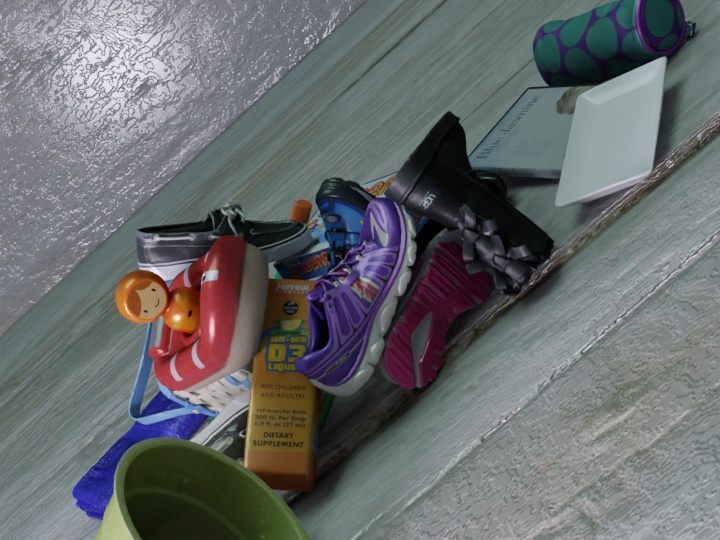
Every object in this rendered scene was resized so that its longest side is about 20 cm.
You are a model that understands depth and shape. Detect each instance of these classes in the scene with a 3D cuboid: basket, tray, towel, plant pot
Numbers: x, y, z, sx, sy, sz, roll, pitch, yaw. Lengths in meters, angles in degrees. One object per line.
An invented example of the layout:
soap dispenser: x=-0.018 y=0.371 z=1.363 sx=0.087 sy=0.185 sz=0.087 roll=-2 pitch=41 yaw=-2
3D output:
basket: x=-0.176 y=0.080 z=1.313 sx=0.200 sy=0.139 sz=0.177 roll=-16 pitch=57 yaw=38
tray: x=0.259 y=-0.136 z=1.169 sx=0.107 sy=0.022 sz=0.200 roll=-21 pitch=32 yaw=34
towel: x=-0.284 y=0.232 z=1.495 sx=0.200 sy=0.050 sz=0.148 roll=-52 pitch=19 yaw=-25
plant pot: x=-0.165 y=0.277 z=0.962 sx=0.190 sy=0.200 sz=0.200 roll=-52 pitch=14 yaw=19

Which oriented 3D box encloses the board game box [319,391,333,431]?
board game box: x=-0.118 y=0.194 z=1.257 sx=0.200 sy=0.029 sz=0.135 roll=-32 pitch=22 yaw=31

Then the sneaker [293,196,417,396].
sneaker: x=-0.006 y=0.016 z=1.091 sx=0.081 sy=0.083 sz=0.200 roll=-21 pitch=47 yaw=63

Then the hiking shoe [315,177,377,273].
hiking shoe: x=0.000 y=0.000 z=1.180 sx=0.074 sy=0.200 sz=0.087 roll=1 pitch=39 yaw=35

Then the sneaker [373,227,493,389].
sneaker: x=0.060 y=0.031 z=1.157 sx=0.088 sy=0.081 sz=0.200 roll=-13 pitch=34 yaw=55

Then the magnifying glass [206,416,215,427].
magnifying glass: x=-0.133 y=0.108 z=1.397 sx=0.200 sy=0.022 sz=0.080 roll=-60 pitch=8 yaw=4

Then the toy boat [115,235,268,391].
toy boat: x=-0.175 y=0.036 z=1.128 sx=0.200 sy=0.131 sz=0.131 roll=-31 pitch=49 yaw=52

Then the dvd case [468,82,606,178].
dvd case: x=0.216 y=-0.159 z=1.307 sx=0.143 sy=0.018 sz=0.200 roll=-50 pitch=27 yaw=-18

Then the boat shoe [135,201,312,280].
boat shoe: x=-0.151 y=-0.040 z=1.285 sx=0.199 sy=0.068 sz=0.074 roll=-10 pitch=17 yaw=-15

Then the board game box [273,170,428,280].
board game box: x=0.004 y=-0.056 z=1.317 sx=0.200 sy=0.034 sz=0.135 roll=-17 pitch=28 yaw=45

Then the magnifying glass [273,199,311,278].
magnifying glass: x=-0.095 y=0.008 z=1.443 sx=0.080 sy=0.022 sz=0.200 roll=-35 pitch=-34 yaw=-63

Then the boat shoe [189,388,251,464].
boat shoe: x=-0.132 y=0.189 z=1.162 sx=0.200 sy=0.071 sz=0.064 roll=-38 pitch=50 yaw=-8

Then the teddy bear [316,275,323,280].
teddy bear: x=-0.043 y=0.058 z=1.370 sx=0.200 sy=0.067 sz=0.145 roll=-55 pitch=11 yaw=-15

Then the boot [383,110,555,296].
boot: x=0.115 y=-0.067 z=1.133 sx=0.073 sy=0.162 sz=0.198 roll=-53 pitch=2 yaw=27

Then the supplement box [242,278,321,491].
supplement box: x=-0.071 y=0.109 z=1.124 sx=0.069 sy=0.066 sz=0.200 roll=83 pitch=-171 yaw=-63

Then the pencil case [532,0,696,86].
pencil case: x=0.287 y=-0.272 z=1.346 sx=0.200 sy=0.085 sz=0.093 roll=-6 pitch=57 yaw=62

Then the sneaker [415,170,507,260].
sneaker: x=0.081 y=-0.041 z=1.292 sx=0.200 sy=0.070 sz=0.078 roll=-45 pitch=11 yaw=-7
